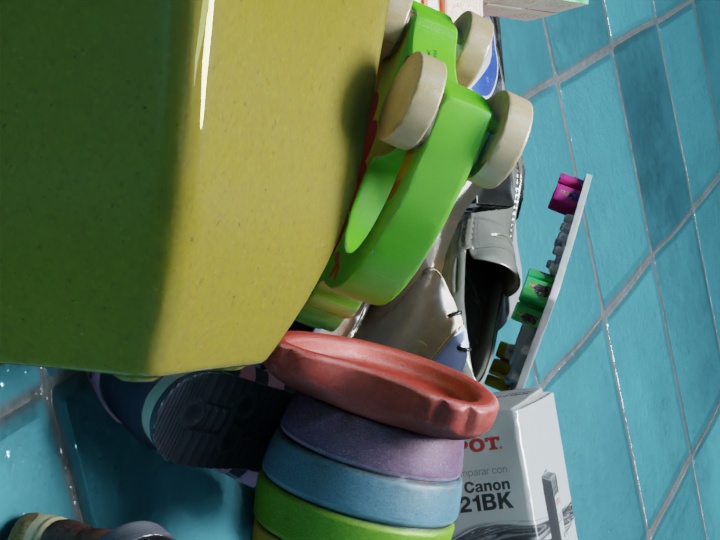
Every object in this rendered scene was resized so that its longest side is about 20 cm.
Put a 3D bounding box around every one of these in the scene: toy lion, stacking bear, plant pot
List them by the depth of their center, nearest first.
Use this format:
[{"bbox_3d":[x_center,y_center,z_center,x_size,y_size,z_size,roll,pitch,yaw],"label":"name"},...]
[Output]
[{"bbox_3d":[-0.112,-0.054,0.799,0.195,0.194,0.201,-3,97,-66],"label":"plant pot"},{"bbox_3d":[-0.010,0.143,0.894,0.114,0.121,0.201,-6,113,-75],"label":"stacking bear"},{"bbox_3d":[0.007,-0.045,0.919,0.192,0.069,0.200,-62,-163,21],"label":"toy lion"}]

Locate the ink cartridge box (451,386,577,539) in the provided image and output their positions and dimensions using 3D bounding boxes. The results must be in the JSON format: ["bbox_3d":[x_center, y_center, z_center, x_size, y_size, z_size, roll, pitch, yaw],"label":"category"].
[{"bbox_3d":[0.067,0.189,1.162,0.084,0.144,0.201,-10,91,-67],"label":"ink cartridge box"}]

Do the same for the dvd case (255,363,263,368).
[{"bbox_3d":[-0.067,-0.046,1.004,0.150,0.025,0.200,-55,140,-18],"label":"dvd case"}]

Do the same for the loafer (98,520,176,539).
[{"bbox_3d":[-0.101,0.217,0.804,0.072,0.063,0.201,-13,118,-40],"label":"loafer"}]

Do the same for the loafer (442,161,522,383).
[{"bbox_3d":[0.083,-0.001,1.208,0.070,0.070,0.200,39,58,-42],"label":"loafer"}]

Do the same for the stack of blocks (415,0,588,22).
[{"bbox_3d":[0.043,-0.192,1.030,0.200,0.059,0.116,1,86,-36],"label":"stack of blocks"}]

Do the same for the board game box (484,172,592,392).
[{"bbox_3d":[0.117,0.049,1.276,0.200,0.026,0.200,-62,170,-60],"label":"board game box"}]

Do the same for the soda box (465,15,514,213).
[{"bbox_3d":[0.051,-0.137,1.120,0.063,0.071,0.201,-1,86,-62],"label":"soda box"}]

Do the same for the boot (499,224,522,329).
[{"bbox_3d":[0.087,-0.042,1.369,0.096,0.073,0.201,-53,132,-67],"label":"boot"}]

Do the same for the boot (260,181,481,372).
[{"bbox_3d":[0.034,0.017,1.048,0.097,0.075,0.200,43,78,-16],"label":"boot"}]

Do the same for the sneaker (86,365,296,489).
[{"bbox_3d":[-0.069,0.077,0.953,0.070,0.082,0.200,-59,144,-2],"label":"sneaker"}]

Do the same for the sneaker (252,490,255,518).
[{"bbox_3d":[-0.027,0.166,1.062,0.080,0.071,0.201,-24,100,-61],"label":"sneaker"}]

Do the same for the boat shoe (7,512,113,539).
[{"bbox_3d":[-0.099,0.177,0.880,0.200,0.072,0.072,53,37,-48],"label":"boat shoe"}]

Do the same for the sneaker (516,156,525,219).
[{"bbox_3d":[0.056,-0.110,1.303,0.080,0.086,0.200,-28,109,-29],"label":"sneaker"}]
